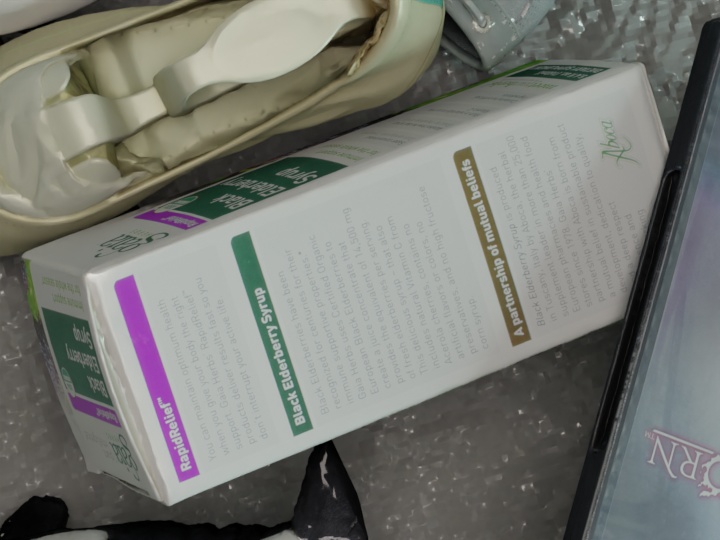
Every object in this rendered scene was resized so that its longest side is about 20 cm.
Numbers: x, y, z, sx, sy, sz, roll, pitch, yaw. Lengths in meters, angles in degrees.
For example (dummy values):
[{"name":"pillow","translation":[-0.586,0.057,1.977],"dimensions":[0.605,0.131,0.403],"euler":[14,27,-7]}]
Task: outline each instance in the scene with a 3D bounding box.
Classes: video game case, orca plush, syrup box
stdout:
[{"name":"video game case","translation":[0.147,0.036,0.958],"dimensions":[0.143,0.019,0.200],"euler":[21,76,-21]},{"name":"orca plush","translation":[-0.098,0.093,0.972],"dimensions":[0.200,0.105,0.071],"euler":[-25,49,12]},{"name":"syrup box","translation":[0.000,0.000,0.958],"dimensions":[0.200,0.079,0.082],"euler":[-20,101,-19]}]

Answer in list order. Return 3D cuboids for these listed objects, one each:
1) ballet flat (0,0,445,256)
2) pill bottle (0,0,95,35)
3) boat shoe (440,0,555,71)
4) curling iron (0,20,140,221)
[{"name":"ballet flat","translation":[-0.069,-0.057,0.958],"dimensions":[0.200,0.069,0.070],"euler":[-23,87,4]},{"name":"pill bottle","translation":[-0.138,-0.186,0.960],"dimensions":[0.114,0.114,0.200],"euler":[-21,74,-6]},{"name":"boat shoe","translation":[-0.019,-0.141,0.999],"dimensions":[0.201,0.070,0.072],"euler":[35,78,-4]},{"name":"curling iron","translation":[-0.088,-0.038,1.007],"dimensions":[0.050,0.026,0.200],"euler":[-30,88,-5]}]
